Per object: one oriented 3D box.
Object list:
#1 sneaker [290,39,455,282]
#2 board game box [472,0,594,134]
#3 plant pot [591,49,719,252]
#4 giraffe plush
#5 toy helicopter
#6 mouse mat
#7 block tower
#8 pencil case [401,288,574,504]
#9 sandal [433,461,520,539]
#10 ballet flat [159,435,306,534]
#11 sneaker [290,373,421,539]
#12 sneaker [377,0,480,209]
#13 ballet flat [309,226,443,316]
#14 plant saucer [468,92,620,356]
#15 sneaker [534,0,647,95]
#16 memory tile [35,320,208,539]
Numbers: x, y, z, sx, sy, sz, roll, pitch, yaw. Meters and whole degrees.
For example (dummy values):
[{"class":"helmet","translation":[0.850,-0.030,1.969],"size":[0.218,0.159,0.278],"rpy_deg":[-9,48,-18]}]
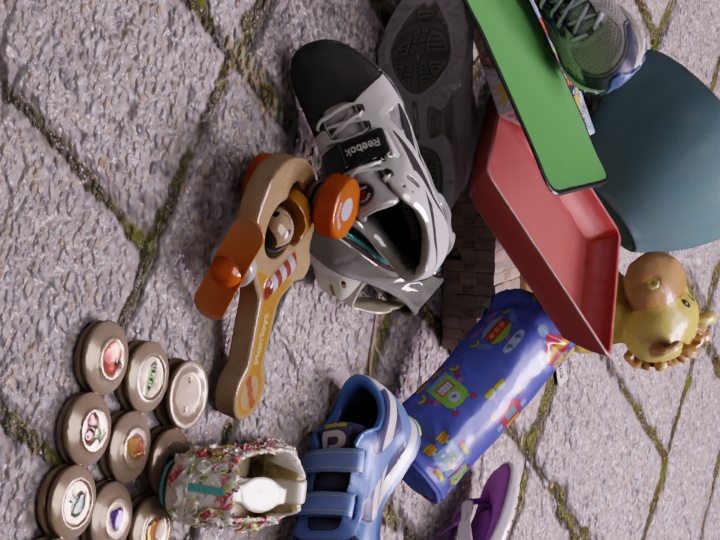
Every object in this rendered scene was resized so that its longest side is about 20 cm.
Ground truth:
[{"class":"sneaker","translation":[0.009,-0.081,1.593],"size":[0.201,0.074,0.089],"rpy_deg":[58,18,-11]},{"class":"board game box","translation":[0.130,-0.213,1.803],"size":[0.134,0.034,0.202],"rpy_deg":[16,53,-60]},{"class":"plant pot","translation":[0.289,-0.096,2.072],"size":[0.134,0.200,0.201],"rpy_deg":[-39,137,-7]},{"class":"giraffe plush","translation":[0.247,0.037,2.009],"size":[0.173,0.161,0.201],"rpy_deg":[-60,142,-37]},{"class":"toy helicopter","translation":[-0.075,0.014,1.532],"size":[0.132,0.078,0.202],"rpy_deg":[-17,122,-65]},{"class":"mouse mat","translation":[0.140,-0.157,1.718],"size":[0.201,0.007,0.161],"rpy_deg":[66,23,4]},{"class":"block tower","translation":[0.108,-0.022,1.863],"size":[0.054,0.057,0.202],"rpy_deg":[-16,107,-60]},{"class":"pencil case","translation":[0.095,0.100,1.786],"size":[0.200,0.087,0.078],"rpy_deg":[-48,155,-17]},{"class":"sandal","translation":[0.089,0.250,1.875],"size":[0.050,0.082,0.204],"rpy_deg":[31,61,-11]},{"class":"ballet flat","translation":[-0.077,0.160,1.537],"size":[0.200,0.063,0.076],"rpy_deg":[-1,97,-67]},{"class":"sneaker","translation":[-0.017,0.169,1.662],"size":[0.083,0.073,0.201],"rpy_deg":[64,34,-40]},{"class":"sneaker","translation":[0.063,-0.148,1.761],"size":[0.099,0.077,0.202],"rpy_deg":[-31,128,-65]},{"class":"ballet flat","translation":[0.000,0.000,1.673],"size":[0.064,0.067,0.200],"rpy_deg":[-55,148,9]},{"class":"plant saucer","translation":[0.152,-0.049,1.776],"size":[0.201,0.036,0.200],"rpy_deg":[55,25,-23]},{"class":"sneaker","translation":[0.170,-0.228,1.767],"size":[0.085,0.077,0.201],"rpy_deg":[36,23,-45]},{"class":"memory tile","translation":[-0.165,0.144,1.445],"size":[0.153,0.017,0.202],"rpy_deg":[35,64,-57]}]
